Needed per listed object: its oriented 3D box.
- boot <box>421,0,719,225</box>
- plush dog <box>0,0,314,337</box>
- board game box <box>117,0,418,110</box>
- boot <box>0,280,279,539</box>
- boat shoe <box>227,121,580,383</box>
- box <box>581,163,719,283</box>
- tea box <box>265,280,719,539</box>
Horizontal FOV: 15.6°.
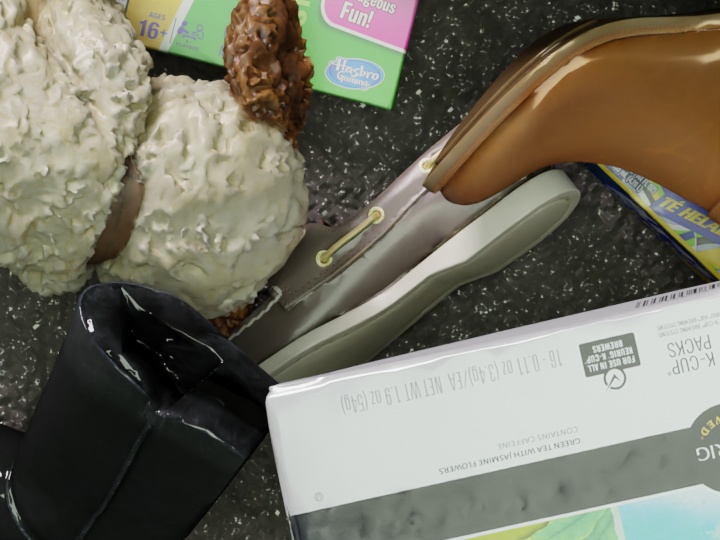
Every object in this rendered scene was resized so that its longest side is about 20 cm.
[{"bbox_3d":[0.141,-0.048,1.093,0.200,0.077,0.156,-37,98,-3],"label":"boot"},{"bbox_3d":[-0.104,-0.044,1.097,0.171,0.161,0.201,15,120,-9],"label":"plush dog"},{"bbox_3d":[-0.034,-0.186,1.164,0.152,0.040,0.201,14,94,0],"label":"board game box"},{"bbox_3d":[-0.134,0.065,1.105,0.164,0.200,0.066,25,59,-8],"label":"boot"},{"bbox_3d":[0.000,0.000,1.164,0.200,0.072,0.060,-35,75,8],"label":"boat shoe"},{"bbox_3d":[0.183,-0.011,1.159,0.200,0.070,0.064,43,91,-2],"label":"box"},{"bbox_3d":[0.087,0.117,1.026,0.199,0.134,0.198,-14,88,8],"label":"tea box"}]
